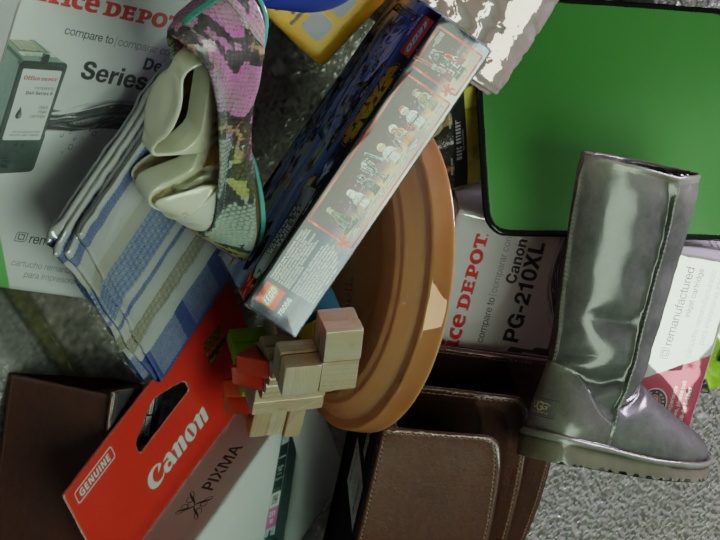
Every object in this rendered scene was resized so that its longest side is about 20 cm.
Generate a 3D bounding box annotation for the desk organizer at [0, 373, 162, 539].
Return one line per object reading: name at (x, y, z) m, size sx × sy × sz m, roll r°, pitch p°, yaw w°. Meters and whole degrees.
desk organizer at (-0.188, 0.166, 1.626) m, size 0.072 × 0.077 × 0.201 m, roll -6°, pitch 105°, yaw -68°

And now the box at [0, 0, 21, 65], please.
box at (-0.314, -0.110, 1.332) m, size 0.198 × 0.171 × 0.201 m, roll 6°, pitch 111°, yaw -35°

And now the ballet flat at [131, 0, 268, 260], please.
ballet flat at (-0.091, -0.074, 1.410) m, size 0.071 × 0.069 × 0.200 m, roll -29°, pitch 146°, yaw -28°

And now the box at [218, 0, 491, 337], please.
box at (-0.007, -0.067, 1.497) m, size 0.040 × 0.137 × 0.200 m, roll 33°, pitch 96°, yaw -15°

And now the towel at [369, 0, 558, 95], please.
towel at (0.059, -0.238, 1.555) m, size 0.191 × 0.032 × 0.200 m, roll 31°, pitch 97°, yaw -15°

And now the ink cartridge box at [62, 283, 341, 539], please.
ink cartridge box at (-0.095, 0.138, 1.639) m, size 0.200 × 0.043 × 0.174 m, roll -54°, pitch 141°, yaw -34°

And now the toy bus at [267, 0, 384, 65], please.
toy bus at (0.015, -0.222, 1.502) m, size 0.078 × 0.065 × 0.200 m, roll 42°, pitch 95°, yaw -14°

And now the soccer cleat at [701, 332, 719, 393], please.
soccer cleat at (0.183, 0.018, 1.807) m, size 0.200 × 0.081 × 0.068 m, roll 35°, pitch 104°, yaw -19°

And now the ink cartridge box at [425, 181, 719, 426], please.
ink cartridge box at (0.134, 0.027, 1.715) m, size 0.199 × 0.084 × 0.145 m, roll 11°, pitch 110°, yaw -10°

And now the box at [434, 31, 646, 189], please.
box at (0.097, -0.107, 1.687) m, size 0.199 × 0.050 × 0.076 m, roll -17°, pitch 120°, yaw -26°

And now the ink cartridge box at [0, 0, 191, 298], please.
ink cartridge box at (-0.194, -0.096, 1.477) m, size 0.145 × 0.084 × 0.201 m, roll 8°, pitch 110°, yaw -38°

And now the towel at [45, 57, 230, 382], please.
towel at (-0.117, -0.029, 1.512) m, size 0.147 × 0.024 × 0.200 m, roll -57°, pitch 157°, yaw -16°

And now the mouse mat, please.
mouse mat at (0.166, -0.100, 1.669) m, size 0.199 × 0.008 × 0.162 m, roll 2°, pitch 79°, yaw -24°

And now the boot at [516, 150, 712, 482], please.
boot at (0.182, 0.032, 1.640) m, size 0.181 × 0.072 × 0.201 m, roll 13°, pitch 87°, yaw -48°

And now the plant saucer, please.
plant saucer at (0.000, 0.000, 1.585) m, size 0.032 × 0.200 × 0.201 m, roll 5°, pitch 112°, yaw -25°

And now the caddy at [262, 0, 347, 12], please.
caddy at (-0.075, -0.224, 1.423) m, size 0.105 × 0.200 × 0.142 m, roll 6°, pitch 109°, yaw -53°

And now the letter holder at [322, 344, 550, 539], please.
letter holder at (0.059, 0.159, 1.676) m, size 0.141 × 0.101 × 0.201 m, roll 6°, pitch 124°, yaw -9°

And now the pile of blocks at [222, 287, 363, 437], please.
pile of blocks at (-0.054, 0.049, 1.554) m, size 0.062 × 0.200 × 0.083 m, roll -5°, pitch 77°, yaw -17°
